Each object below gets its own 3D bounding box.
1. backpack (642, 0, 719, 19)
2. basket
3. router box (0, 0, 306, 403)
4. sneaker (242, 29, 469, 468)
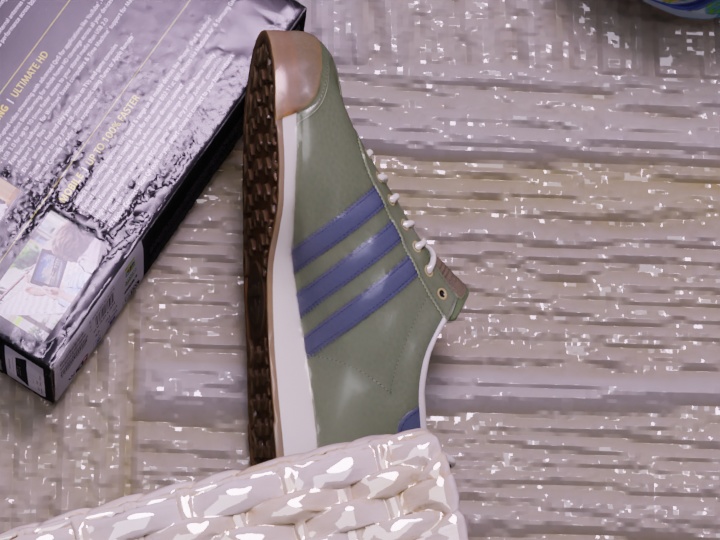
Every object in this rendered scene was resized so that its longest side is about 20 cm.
[{"bbox_3d":[0.168,-0.210,1.237,0.163,0.154,0.200,31,49,3],"label":"backpack"},{"bbox_3d":[-0.038,0.185,1.056,0.200,0.161,0.199,-13,72,-12],"label":"basket"},{"bbox_3d":[-0.137,-0.067,1.189,0.149,0.051,0.200,32,70,7],"label":"router box"},{"bbox_3d":[0.000,0.000,1.161,0.090,0.067,0.201,-1,90,-15],"label":"sneaker"}]
